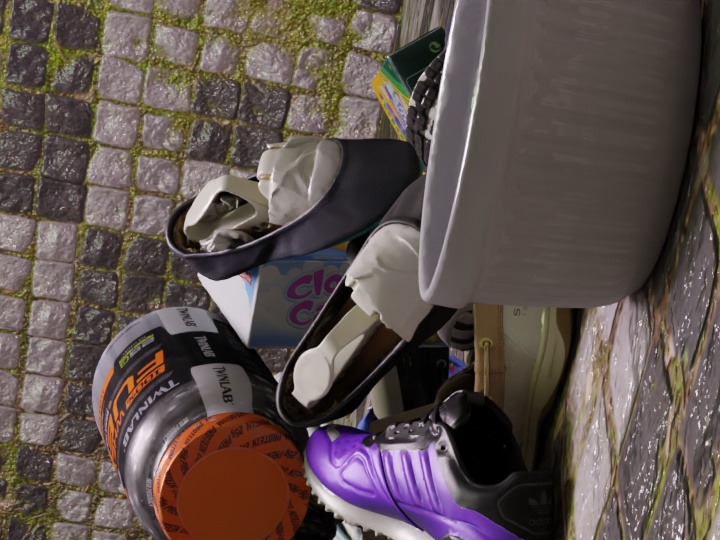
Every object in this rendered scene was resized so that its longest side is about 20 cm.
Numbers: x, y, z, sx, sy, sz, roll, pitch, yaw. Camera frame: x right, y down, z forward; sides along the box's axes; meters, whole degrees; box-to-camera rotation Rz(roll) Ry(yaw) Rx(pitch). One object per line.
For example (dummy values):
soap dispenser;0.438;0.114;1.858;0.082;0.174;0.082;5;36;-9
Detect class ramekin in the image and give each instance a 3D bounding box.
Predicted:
ramekin;0.096;-0.075;0.968;0.200;0.104;0.202;-171;90;-87

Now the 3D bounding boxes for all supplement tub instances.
supplement tub;-0.102;0.108;1.287;0.200;0.122;0.124;-135;53;-67

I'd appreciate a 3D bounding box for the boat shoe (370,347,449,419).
boat shoe;0.053;0.135;1.425;0.074;0.066;0.201;-146;42;-72

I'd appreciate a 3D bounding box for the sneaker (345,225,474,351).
sneaker;0.051;-0.039;1.258;0.200;0.115;0.075;-59;-10;-53

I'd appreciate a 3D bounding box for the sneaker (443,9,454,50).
sneaker;0.110;-0.222;1.467;0.075;0.080;0.201;129;148;-47

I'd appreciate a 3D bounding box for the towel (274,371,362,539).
towel;-0.007;0.191;1.539;0.200;0.048;0.172;57;173;40

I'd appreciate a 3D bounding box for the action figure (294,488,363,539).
action figure;-0.035;0.210;1.336;0.130;0.069;0.201;-55;27;40

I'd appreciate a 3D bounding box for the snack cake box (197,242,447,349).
snack cake box;0.000;0.000;1.372;0.115;0.198;0.068;-130;45;-55

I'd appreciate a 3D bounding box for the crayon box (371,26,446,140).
crayon box;0.063;-0.112;1.557;0.126;0.051;0.200;61;177;0

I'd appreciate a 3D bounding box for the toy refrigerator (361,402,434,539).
toy refrigerator;0.046;0.181;1.278;0.201;0.069;0.076;-86;-27;-53

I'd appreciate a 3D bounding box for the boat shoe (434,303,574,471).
boat shoe;0.077;0.083;1.188;0.074;0.066;0.201;-85;5;-54

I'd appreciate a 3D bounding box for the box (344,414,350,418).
box;0.040;0.030;1.553;0.200;0.041;0.119;-47;-1;-3

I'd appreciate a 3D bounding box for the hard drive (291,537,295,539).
hard drive;-0.078;0.238;1.275;0.140;0.033;0.200;-63;21;9

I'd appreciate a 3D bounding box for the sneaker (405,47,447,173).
sneaker;0.102;-0.149;1.340;0.201;0.077;0.089;-60;-12;16

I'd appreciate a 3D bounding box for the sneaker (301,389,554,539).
sneaker;0.045;0.111;1.137;0.200;0.069;0.100;27;110;47

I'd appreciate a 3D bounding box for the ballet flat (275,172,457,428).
ballet flat;0.011;0.025;1.152;0.068;0.068;0.201;-34;-19;-56

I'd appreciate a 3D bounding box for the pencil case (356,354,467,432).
pencil case;0.042;0.122;1.562;0.087;0.078;0.200;64;166;13

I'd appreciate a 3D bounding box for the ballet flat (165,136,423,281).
ballet flat;-0.051;-0.042;1.224;0.199;0.073;0.074;-21;52;44
